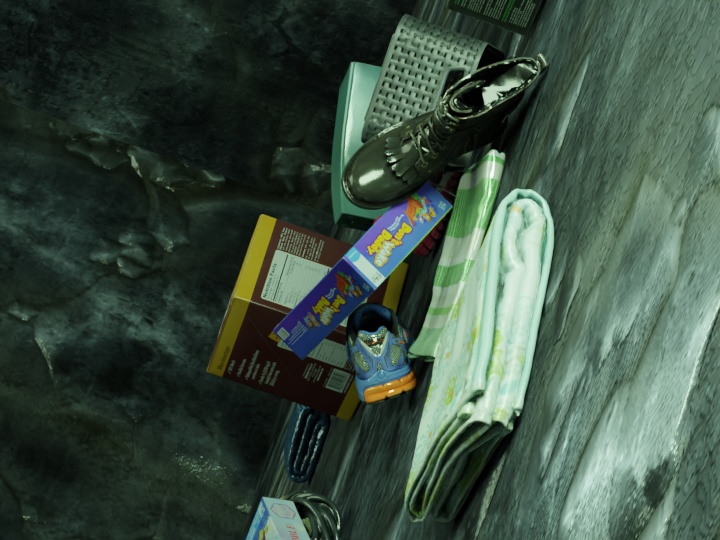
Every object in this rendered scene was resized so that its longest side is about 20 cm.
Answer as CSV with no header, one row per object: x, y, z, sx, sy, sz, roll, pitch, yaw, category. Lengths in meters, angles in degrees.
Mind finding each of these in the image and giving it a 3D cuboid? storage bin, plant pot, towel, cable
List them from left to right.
-0.074,0.337,1.884,0.163,0.051,0.201,132,150,-51,cable
-0.087,0.256,2.618,0.200,0.048,0.112,-137,65,-85,towel
0.029,-0.157,2.332,0.141,0.141,0.201,128,154,-78,plant pot
0.077,-0.181,1.785,0.200,0.093,0.136,-19,-52,-79,storage bin
0.091,-0.011,1.630,0.153,0.023,0.201,148,141,-82,towel
0.083,0.064,1.231,0.171,0.048,0.201,115,173,-52,towel

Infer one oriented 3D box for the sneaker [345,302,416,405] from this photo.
0.019,0.065,1.751,0.200,0.075,0.079,-114,11,-72,sneaker

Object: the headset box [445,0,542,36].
0.166,-0.370,1.744,0.200,0.092,0.175,-75,6,-50,headset box

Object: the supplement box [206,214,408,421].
-0.070,0.063,2.186,0.198,0.199,0.133,115,173,-55,supplement box

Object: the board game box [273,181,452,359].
0.000,0.000,1.732,0.134,0.045,0.200,-46,0,-32,board game box

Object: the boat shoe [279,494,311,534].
-0.072,0.318,2.027,0.200,0.072,0.065,-95,29,-66,boat shoe

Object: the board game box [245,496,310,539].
-0.094,0.373,1.774,0.201,0.041,0.200,-69,25,18,board game box

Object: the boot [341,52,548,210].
0.072,-0.134,1.586,0.199,0.069,0.174,-32,-4,-7,boot

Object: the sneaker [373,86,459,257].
0.077,-0.119,1.939,0.081,0.074,0.201,124,165,-74,sneaker
